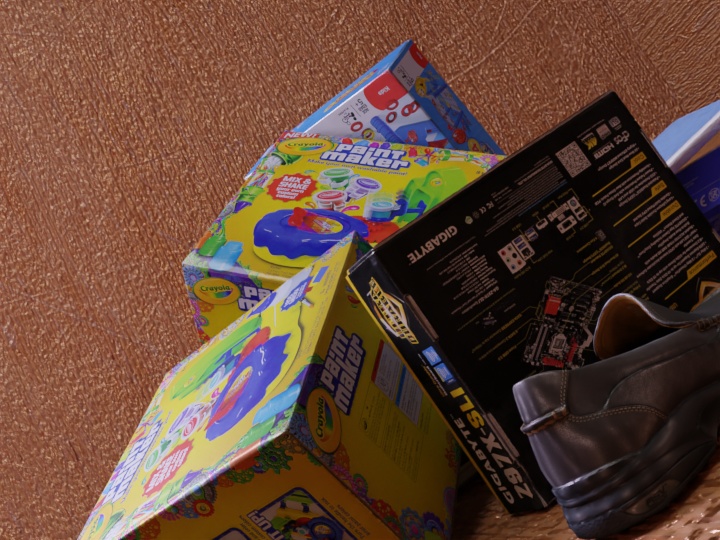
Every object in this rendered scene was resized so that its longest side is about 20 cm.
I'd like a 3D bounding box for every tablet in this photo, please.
[{"bbox_3d":[0.179,-0.048,0.735,0.200,0.014,0.130,-42,2,-4],"label":"tablet"}]

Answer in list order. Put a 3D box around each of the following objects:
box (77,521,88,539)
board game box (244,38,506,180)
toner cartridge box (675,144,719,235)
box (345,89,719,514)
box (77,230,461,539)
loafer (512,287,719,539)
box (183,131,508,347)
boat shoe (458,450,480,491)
[{"bbox_3d":[-0.145,0.210,0.879,0.200,0.106,0.153,-36,20,40],"label":"box"},{"bbox_3d":[0.030,-0.069,0.928,0.199,0.196,0.056,-31,19,40],"label":"board game box"},{"bbox_3d":[0.238,-0.025,0.755,0.094,0.044,0.200,13,-30,-29],"label":"toner cartridge box"},{"bbox_3d":[0.114,0.011,0.586,0.199,0.160,0.049,-34,-2,-26],"label":"box"},{"bbox_3d":[-0.047,0.115,0.630,0.192,0.122,0.200,-36,18,26],"label":"box"},{"bbox_3d":[0.143,0.039,0.483,0.200,0.073,0.073,-31,-5,-47],"label":"loafer"},{"bbox_3d":[0.000,0.000,0.817,0.198,0.123,0.193,8,40,19],"label":"box"},{"bbox_3d":[0.018,0.142,0.728,0.199,0.065,0.073,-35,-4,21],"label":"boat shoe"}]
